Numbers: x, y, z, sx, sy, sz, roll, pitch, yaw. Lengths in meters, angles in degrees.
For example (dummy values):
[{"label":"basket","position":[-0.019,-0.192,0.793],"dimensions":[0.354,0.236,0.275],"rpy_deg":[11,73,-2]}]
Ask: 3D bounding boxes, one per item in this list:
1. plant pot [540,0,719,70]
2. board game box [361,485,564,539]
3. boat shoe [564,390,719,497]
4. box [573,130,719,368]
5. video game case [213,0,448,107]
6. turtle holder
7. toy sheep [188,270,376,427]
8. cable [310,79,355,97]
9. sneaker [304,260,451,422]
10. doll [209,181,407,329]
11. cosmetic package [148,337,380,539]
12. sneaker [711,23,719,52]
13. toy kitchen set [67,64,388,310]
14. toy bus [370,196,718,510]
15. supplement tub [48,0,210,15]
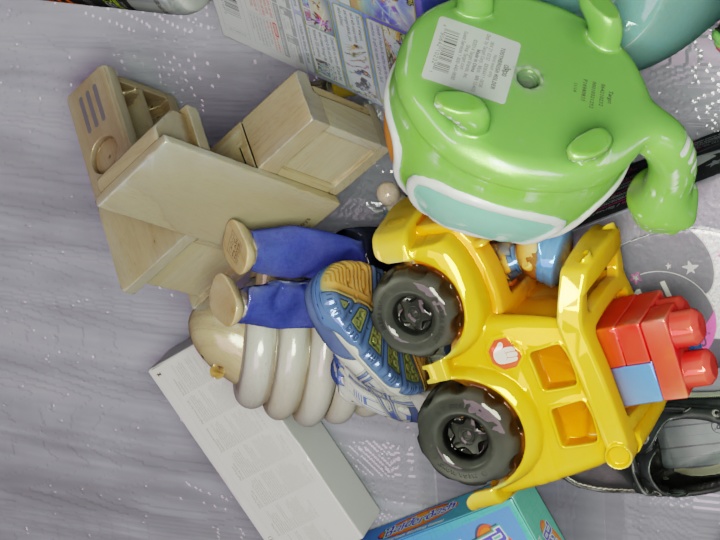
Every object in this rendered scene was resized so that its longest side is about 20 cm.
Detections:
[{"label":"plant pot","position":[0.148,-0.211,1.142],"dimensions":[0.199,0.161,0.202],"rpy_deg":[8,116,17]},{"label":"board game box","position":[0.079,0.262,1.441],"dimensions":[0.199,0.045,0.153],"rpy_deg":[-24,102,28]},{"label":"boat shoe","position":[0.227,0.132,1.314],"dimensions":[0.198,0.066,0.075],"rpy_deg":[-7,110,24]},{"label":"box","position":[0.243,-0.014,1.217],"dimensions":[0.199,0.115,0.133],"rpy_deg":[-20,103,28]},{"label":"video game case","position":[-0.022,-0.192,1.168],"dimensions":[0.181,0.046,0.200],"rpy_deg":[28,158,20]},{"label":"turtle holder","position":[0.102,-0.084,1.066],"dimensions":[0.184,0.142,0.132],"rpy_deg":[-6,148,-18]},{"label":"toy sheep","position":[-0.029,0.051,1.346],"dimensions":[0.199,0.138,0.139],"rpy_deg":[7,117,-7]},{"label":"cable","position":[0.054,-0.165,1.281],"dimensions":[0.199,0.050,0.098],"rpy_deg":[5,97,6]},{"label":"sneaker","position":[0.007,0.061,1.212],"dimensions":[0.088,0.076,0.200],"rpy_deg":[-11,148,29]},{"label":"doll","position":[0.000,0.000,1.256],"dimensions":[0.048,0.199,0.137],"rpy_deg":[44,126,51]},{"label":"cosmetic package","position":[-0.075,0.135,1.442],"dimensions":[0.082,0.051,0.201],"rpy_deg":[-29,100,27]},{"label":"sneaker","position":[0.325,-0.154,1.158],"dimensions":[0.199,0.077,0.084],"rpy_deg":[3,96,17]},{"label":"toy kitchen set","position":[-0.125,-0.109,1.248],"dimensions":[0.200,0.163,0.181],"rpy_deg":[-39,56,28]},{"label":"toy bus","position":[0.124,0.032,1.147],"dimensions":[0.191,0.136,0.201],"rpy_deg":[-15,105,32]},{"label":"supplement tub","position":[-0.200,-0.250,1.282],"dimensions":[0.199,0.123,0.123],"rpy_deg":[8,115,18]}]
